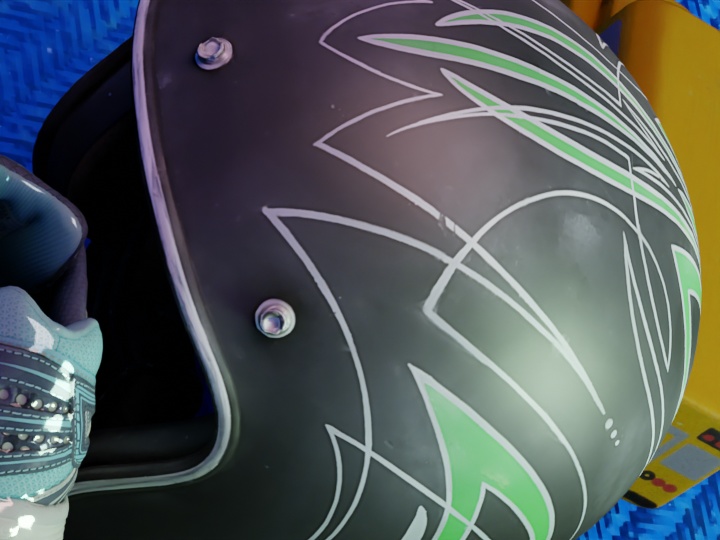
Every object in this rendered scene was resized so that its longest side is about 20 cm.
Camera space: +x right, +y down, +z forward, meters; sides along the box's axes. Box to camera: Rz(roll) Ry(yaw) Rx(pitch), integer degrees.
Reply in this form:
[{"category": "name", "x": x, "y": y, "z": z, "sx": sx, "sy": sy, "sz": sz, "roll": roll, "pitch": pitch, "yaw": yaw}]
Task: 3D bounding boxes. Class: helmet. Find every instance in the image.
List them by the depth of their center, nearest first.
[{"category": "helmet", "x": 0.000, "y": 0.000, "z": 0.808, "sx": 0.199, "sy": 0.191, "sz": 0.201, "roll": 23, "pitch": 47, "yaw": -27}]

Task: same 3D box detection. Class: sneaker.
[{"category": "sneaker", "x": -0.103, "y": 0.005, "z": 0.761, "sx": 0.077, "sy": 0.087, "sz": 0.200, "roll": 18, "pitch": 19, "yaw": -27}]

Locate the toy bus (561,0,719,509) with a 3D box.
[{"category": "toy bus", "x": 0.092, "y": -0.020, "z": 0.977, "sx": 0.065, "sy": 0.078, "sz": 0.201, "roll": 27, "pitch": 49, "yaw": -21}]
